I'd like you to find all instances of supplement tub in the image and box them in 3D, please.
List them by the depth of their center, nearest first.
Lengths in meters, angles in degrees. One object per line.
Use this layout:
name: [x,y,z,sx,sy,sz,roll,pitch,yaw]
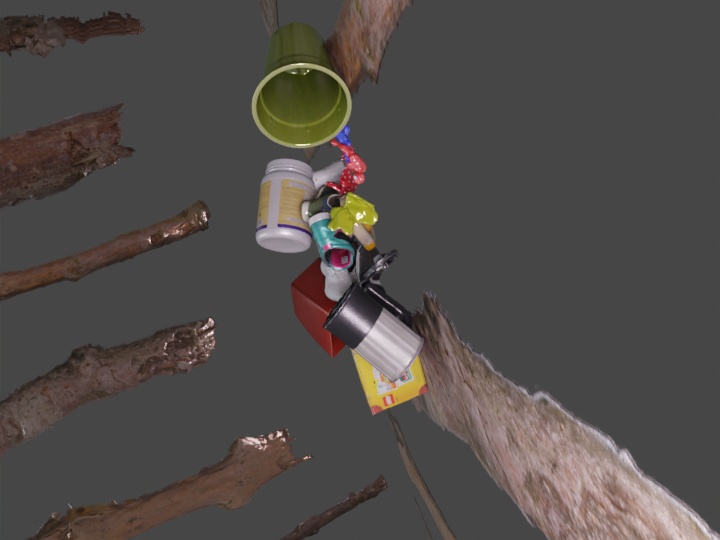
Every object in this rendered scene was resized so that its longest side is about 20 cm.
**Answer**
supplement tub: [-0.187,-0.162,1.488,0.146,0.141,0.206,93,-179,-75]

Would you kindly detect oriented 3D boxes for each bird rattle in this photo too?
bird rattle: [-0.020,-0.131,1.359,0.165,0.111,0.201,55,-174,-31]

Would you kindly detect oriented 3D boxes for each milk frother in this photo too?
milk frother: [0.056,0.087,1.197,0.187,0.182,0.200,37,143,-5]

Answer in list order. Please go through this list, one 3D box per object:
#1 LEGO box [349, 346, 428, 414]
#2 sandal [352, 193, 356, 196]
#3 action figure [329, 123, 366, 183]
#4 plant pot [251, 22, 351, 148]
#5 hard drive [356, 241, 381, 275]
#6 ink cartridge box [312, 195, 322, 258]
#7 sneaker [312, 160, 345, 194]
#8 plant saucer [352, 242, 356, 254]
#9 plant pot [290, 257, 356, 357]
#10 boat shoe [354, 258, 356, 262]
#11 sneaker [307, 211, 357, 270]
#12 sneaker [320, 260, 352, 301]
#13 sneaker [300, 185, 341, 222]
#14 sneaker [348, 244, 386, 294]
LEGO box: [0.062,0.215,1.395,0.077,0.145,0.205,-127,19,-69]
sandal: [-0.034,-0.164,1.556,0.057,0.080,0.201,45,-174,-19]
action figure: [-0.032,-0.260,1.232,0.065,0.051,0.203,41,-159,-57]
plant pot: [-0.125,-0.393,1.192,0.202,0.194,0.194,79,-179,-57]
hard drive: [0.006,-0.077,1.602,0.201,0.026,0.135,-119,12,-63]
ink cartridge box: [-0.082,-0.118,1.793,0.126,0.125,0.204,-115,8,-56]
sneaker: [-0.101,-0.254,1.629,0.200,0.113,0.076,-173,61,-85]
plant saucer: [-0.068,-0.119,1.601,0.201,0.036,0.201,50,-174,-7]
plant pot: [-0.088,0.081,1.675,0.174,0.200,0.203,29,143,26]
boat shoe: [-0.019,0.003,1.734,0.068,0.070,0.204,-51,-54,-55]
sneaker: [-0.041,-0.061,1.393,0.198,0.082,0.124,9,-120,-57]
sneaker: [-0.065,0.002,1.524,0.202,0.072,0.089,-116,23,-47]
sneaker: [-0.071,-0.164,1.465,0.200,0.087,0.069,-48,-44,-61]
sneaker: [0.000,0.000,1.489,0.115,0.075,0.204,38,150,41]
